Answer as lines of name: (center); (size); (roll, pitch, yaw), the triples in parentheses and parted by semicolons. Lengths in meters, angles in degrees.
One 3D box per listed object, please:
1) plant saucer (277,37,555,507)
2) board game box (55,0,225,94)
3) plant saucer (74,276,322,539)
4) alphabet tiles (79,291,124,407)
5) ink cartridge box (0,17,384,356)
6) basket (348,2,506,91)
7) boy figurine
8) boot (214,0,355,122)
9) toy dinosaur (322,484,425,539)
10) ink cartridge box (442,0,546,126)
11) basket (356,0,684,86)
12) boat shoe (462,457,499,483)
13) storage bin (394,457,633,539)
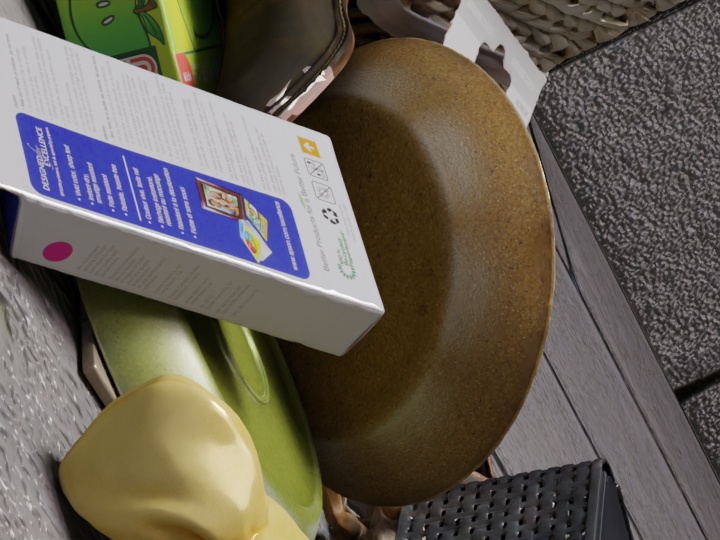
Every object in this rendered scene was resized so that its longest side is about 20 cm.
plant saucer: (0.000, 0.000, 1.229); (0.035, 0.200, 0.201); (3, 56, -42)
board game box: (-0.107, -0.168, 1.257); (0.102, 0.047, 0.201); (-31, 108, -75)
plant saucer: (-0.061, 0.034, 1.152); (0.201, 0.031, 0.200); (62, 9, -17)
alphabet tiles: (-0.073, 0.043, 1.173); (0.168, 0.008, 0.200); (60, 11, -32)
ink cartridge box: (-0.084, -0.035, 1.075); (0.199, 0.037, 0.095); (21, 38, -37)
basket: (0.005, -0.088, 1.547); (0.200, 0.142, 0.150); (52, 17, -57)
boy figurine: (-0.034, 0.128, 0.989); (0.201, 0.064, 0.125); (60, 10, -25)
boot: (-0.051, -0.125, 1.253); (0.097, 0.075, 0.200); (46, 35, -17)
toy dinosaur: (0.016, 0.128, 1.301); (0.200, 0.060, 0.107); (-92, 157, -68)
ink cartridge box: (0.018, -0.030, 1.390); (0.201, 0.050, 0.161); (-70, 160, -8)
basket: (0.073, -0.186, 1.428); (0.200, 0.123, 0.136); (16, 54, -65)
boat shoe: (0.050, 0.121, 1.489); (0.070, 0.070, 0.201); (50, 19, -63)
storage bin: (0.070, 0.184, 1.201); (0.200, 0.093, 0.136); (-73, 150, -63)
